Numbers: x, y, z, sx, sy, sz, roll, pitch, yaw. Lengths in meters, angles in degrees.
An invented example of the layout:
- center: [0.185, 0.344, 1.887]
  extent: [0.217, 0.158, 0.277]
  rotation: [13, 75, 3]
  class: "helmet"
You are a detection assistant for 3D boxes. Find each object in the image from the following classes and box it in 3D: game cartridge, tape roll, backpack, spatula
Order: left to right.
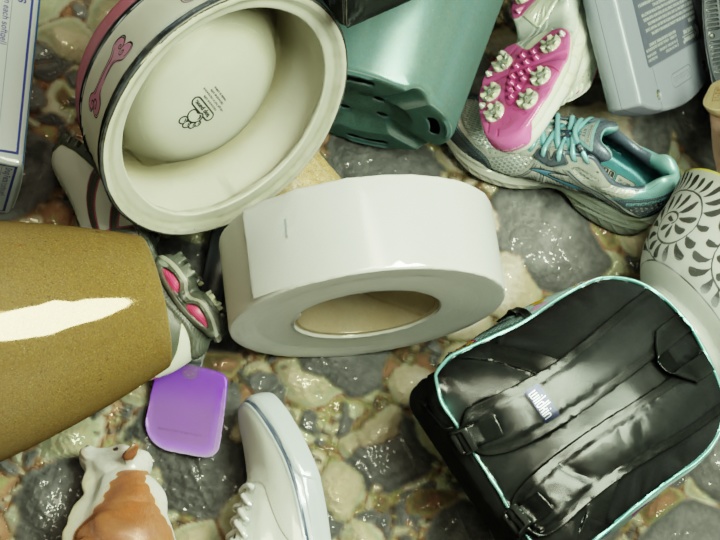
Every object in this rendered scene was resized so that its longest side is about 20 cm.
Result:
- center: [-0.116, 0.039, 1.378]
  extent: [0.057, 0.021, 0.200]
  rotation: [9, 65, 2]
  class: "spatula"
- center: [0.000, 0.000, 1.329]
  extent: [0.202, 0.202, 0.071]
  rotation: [-2, 71, -17]
  class: "tape roll"
- center: [0.156, 0.104, 1.363]
  extent: [0.200, 0.153, 0.176]
  rotation: [-33, 83, -11]
  class: "backpack"
- center: [0.233, -0.196, 1.496]
  extent: [0.200, 0.042, 0.133]
  rotation: [-31, 113, -57]
  class: "game cartridge"

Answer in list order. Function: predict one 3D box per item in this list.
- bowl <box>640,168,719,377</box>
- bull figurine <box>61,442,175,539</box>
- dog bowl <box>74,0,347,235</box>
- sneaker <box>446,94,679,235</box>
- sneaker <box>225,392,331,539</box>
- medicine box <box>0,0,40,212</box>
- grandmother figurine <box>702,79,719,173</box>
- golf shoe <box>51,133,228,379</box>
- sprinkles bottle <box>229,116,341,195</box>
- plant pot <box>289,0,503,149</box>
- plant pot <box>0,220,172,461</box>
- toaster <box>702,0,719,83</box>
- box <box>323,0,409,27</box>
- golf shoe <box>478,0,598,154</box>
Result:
- center: [0.273, 0.031, 1.416]
  extent: [0.094, 0.201, 0.201]
  rotation: [-36, 83, -11]
  class: "bowl"
- center: [-0.165, 0.215, 1.276]
  extent: [0.121, 0.065, 0.200]
  rotation: [-25, 77, -19]
  class: "bull figurine"
- center: [-0.110, -0.126, 1.295]
  extent: [0.200, 0.200, 0.074]
  rotation: [-27, 52, -24]
  class: "dog bowl"
- center: [0.163, -0.102, 1.479]
  extent: [0.200, 0.086, 0.078]
  rotation: [20, 66, -9]
  class: "sneaker"
- center: [-0.063, 0.185, 1.312]
  extent: [0.071, 0.073, 0.200]
  rotation: [-10, 74, -23]
  class: "sneaker"
- center: [-0.337, -0.152, 1.337]
  extent: [0.200, 0.103, 0.182]
  rotation: [7, 68, -15]
  class: "medicine box"
- center: [0.311, -0.056, 1.471]
  extent: [0.121, 0.200, 0.061]
  rotation: [2, 39, 25]
  class: "grandmother figurine"
- center: [-0.180, -0.012, 1.349]
  extent: [0.088, 0.077, 0.200]
  rotation: [-36, 72, -3]
  class: "golf shoe"
- center: [-0.089, -0.107, 1.415]
  extent: [0.068, 0.068, 0.200]
  rotation: [-39, 85, -25]
  class: "sprinkles bottle"
- center: [0.024, -0.210, 1.430]
  extent: [0.200, 0.200, 0.196]
  rotation: [19, 74, -9]
  class: "plant pot"
- center: [-0.233, 0.043, 1.239]
  extent: [0.200, 0.186, 0.186]
  rotation: [-12, 74, -14]
  class: "plant pot"
- center: [0.343, -0.192, 1.527]
  extent: [0.114, 0.129, 0.200]
  rotation: [-9, 76, 14]
  class: "toaster"
- center: [0.010, -0.290, 1.288]
  extent: [0.164, 0.086, 0.200]
  rotation: [-27, 62, -15]
  class: "box"
- center: [0.151, -0.156, 1.441]
  extent: [0.092, 0.075, 0.200]
  rotation: [51, 46, -35]
  class: "golf shoe"
